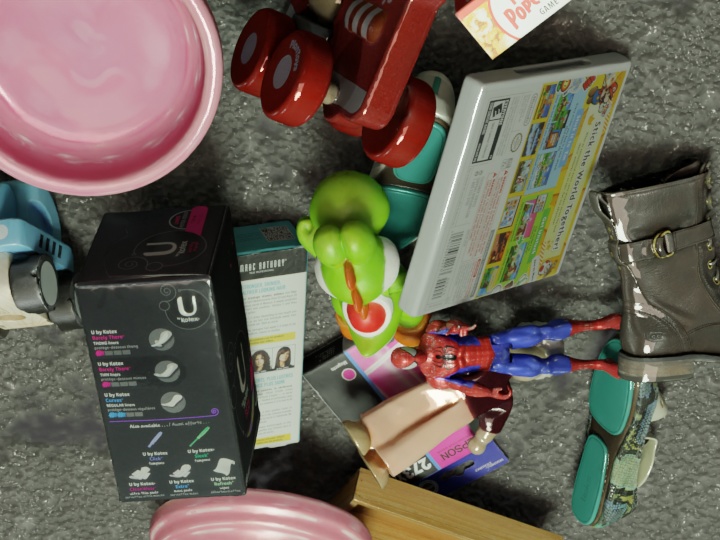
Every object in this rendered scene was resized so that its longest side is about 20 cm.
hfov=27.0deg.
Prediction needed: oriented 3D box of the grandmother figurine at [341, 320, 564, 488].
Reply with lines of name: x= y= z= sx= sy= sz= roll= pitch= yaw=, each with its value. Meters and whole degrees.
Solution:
grandmother figurine: x=0.088 y=0.109 z=1.283 sx=0.200 sy=0.061 sz=0.121 roll=-32 pitch=129 yaw=-5

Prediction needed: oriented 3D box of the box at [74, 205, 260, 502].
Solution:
box: x=-0.145 y=0.065 z=1.172 sx=0.106 sy=0.122 sz=0.201 roll=-4 pitch=119 yaw=4

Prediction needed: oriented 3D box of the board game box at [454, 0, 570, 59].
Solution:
board game box: x=0.155 y=-0.250 z=1.058 sx=0.200 sy=0.152 sz=0.046 roll=-36 pitch=113 yaw=19

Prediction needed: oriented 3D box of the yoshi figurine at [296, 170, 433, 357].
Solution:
yoshi figurine: x=0.006 y=-0.014 z=1.195 sx=0.112 sy=0.112 sz=0.200 roll=-41 pitch=157 yaw=-6

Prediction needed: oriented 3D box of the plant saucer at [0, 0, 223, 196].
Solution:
plant saucer: x=-0.194 y=-0.151 z=1.041 sx=0.200 sy=0.051 sz=0.201 roll=0 pitch=120 yaw=0

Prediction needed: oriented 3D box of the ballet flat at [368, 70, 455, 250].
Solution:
ballet flat: x=0.040 y=-0.086 z=1.193 sx=0.069 sy=0.070 sz=0.200 roll=13 pitch=147 yaw=-6

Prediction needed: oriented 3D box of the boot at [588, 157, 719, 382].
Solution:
boot: x=0.283 y=-0.006 z=1.232 sx=0.199 sy=0.069 sz=0.175 roll=-10 pitch=102 yaw=-23

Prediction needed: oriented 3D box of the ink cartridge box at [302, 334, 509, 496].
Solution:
ink cartridge box: x=0.043 y=0.132 z=1.342 sx=0.095 sy=0.037 sz=0.200 roll=-31 pitch=116 yaw=17

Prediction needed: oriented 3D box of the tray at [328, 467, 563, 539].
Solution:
tray: x=0.074 y=0.241 z=1.377 sx=0.199 sy=0.037 sz=0.099 roll=21 pitch=149 yaw=-9

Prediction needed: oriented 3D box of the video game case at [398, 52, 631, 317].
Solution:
video game case: x=0.120 y=-0.068 z=1.167 sx=0.182 sy=0.023 sz=0.201 roll=-15 pitch=130 yaw=-43

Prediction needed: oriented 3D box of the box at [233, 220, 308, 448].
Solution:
box: x=-0.094 y=0.060 z=1.281 sx=0.082 sy=0.049 sz=0.201 roll=-8 pitch=121 yaw=-21

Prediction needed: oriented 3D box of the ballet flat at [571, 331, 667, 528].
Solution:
ballet flat: x=0.236 y=0.138 z=1.330 sx=0.074 sy=0.074 sz=0.201 roll=8 pitch=121 yaw=-3

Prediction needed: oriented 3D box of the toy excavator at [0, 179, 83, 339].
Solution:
toy excavator: x=-0.300 y=-0.058 z=1.209 sx=0.099 sy=0.194 sz=0.201 roll=-8 pitch=75 yaw=11

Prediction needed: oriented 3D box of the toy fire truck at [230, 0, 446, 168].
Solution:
toy fire truck: x=-0.002 y=-0.180 z=1.082 sx=0.112 sy=0.200 sz=0.168 roll=20 pitch=102 yaw=-27

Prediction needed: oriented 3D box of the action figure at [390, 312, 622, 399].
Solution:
action figure: x=0.126 y=0.068 z=1.214 sx=0.199 sy=0.099 sz=0.066 roll=-3 pitch=95 yaw=-12

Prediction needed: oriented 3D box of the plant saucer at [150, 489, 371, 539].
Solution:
plant saucer: x=-0.091 y=0.257 z=1.346 sx=0.200 sy=0.051 sz=0.201 roll=3 pitch=149 yaw=2
